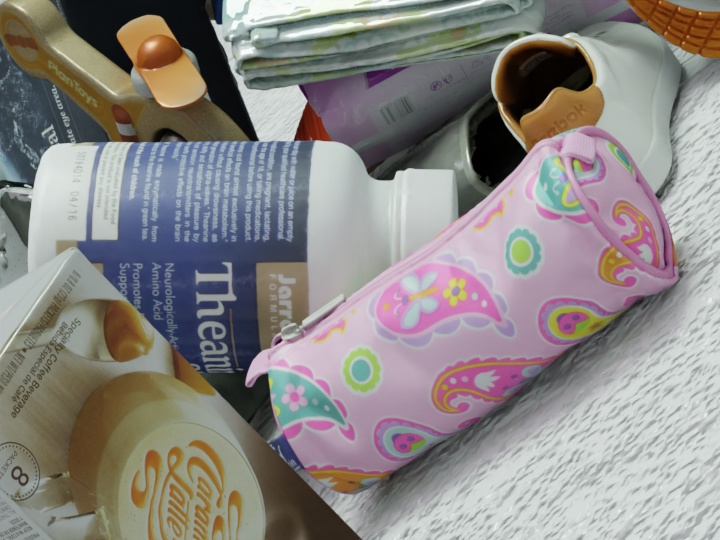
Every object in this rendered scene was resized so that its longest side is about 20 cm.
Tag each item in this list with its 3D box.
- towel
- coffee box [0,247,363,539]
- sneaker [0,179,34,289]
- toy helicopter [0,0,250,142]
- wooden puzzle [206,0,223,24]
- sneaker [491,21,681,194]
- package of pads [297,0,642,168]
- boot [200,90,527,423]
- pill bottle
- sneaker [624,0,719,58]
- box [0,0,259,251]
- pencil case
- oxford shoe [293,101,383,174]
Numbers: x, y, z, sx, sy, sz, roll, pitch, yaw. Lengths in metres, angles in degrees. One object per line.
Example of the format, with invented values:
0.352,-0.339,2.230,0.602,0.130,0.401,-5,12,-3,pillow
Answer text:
0.017,-0.188,1.358,0.170,0.048,0.201,-8,55,17,towel
-0.092,0.106,1.057,0.080,0.200,0.115,-26,25,44,coffee box
-0.190,0.013,1.446,0.199,0.116,0.075,-29,-15,30,sneaker
-0.120,-0.087,1.357,0.079,0.200,0.133,-38,-26,-27,toy helicopter
-0.021,-0.210,1.517,0.198,0.186,0.047,-10,51,-13,wooden puzzle
0.107,-0.096,1.272,0.073,0.085,0.200,-42,15,16,sneaker
0.053,-0.150,1.397,0.199,0.076,0.121,-28,57,5,package of pads
-0.002,-0.001,1.353,0.199,0.073,0.182,-24,25,36,boot
-0.053,-0.006,1.252,0.198,0.112,0.111,0,26,4,pill bottle
0.122,-0.180,1.278,0.076,0.199,0.092,-58,-4,34,sneaker
-0.159,-0.039,1.527,0.117,0.198,0.200,-14,-12,-46,box
0.044,0.020,1.146,0.200,0.087,0.088,-35,19,27,pencil case
0.021,-0.092,1.530,0.200,0.072,0.072,-48,42,44,oxford shoe
